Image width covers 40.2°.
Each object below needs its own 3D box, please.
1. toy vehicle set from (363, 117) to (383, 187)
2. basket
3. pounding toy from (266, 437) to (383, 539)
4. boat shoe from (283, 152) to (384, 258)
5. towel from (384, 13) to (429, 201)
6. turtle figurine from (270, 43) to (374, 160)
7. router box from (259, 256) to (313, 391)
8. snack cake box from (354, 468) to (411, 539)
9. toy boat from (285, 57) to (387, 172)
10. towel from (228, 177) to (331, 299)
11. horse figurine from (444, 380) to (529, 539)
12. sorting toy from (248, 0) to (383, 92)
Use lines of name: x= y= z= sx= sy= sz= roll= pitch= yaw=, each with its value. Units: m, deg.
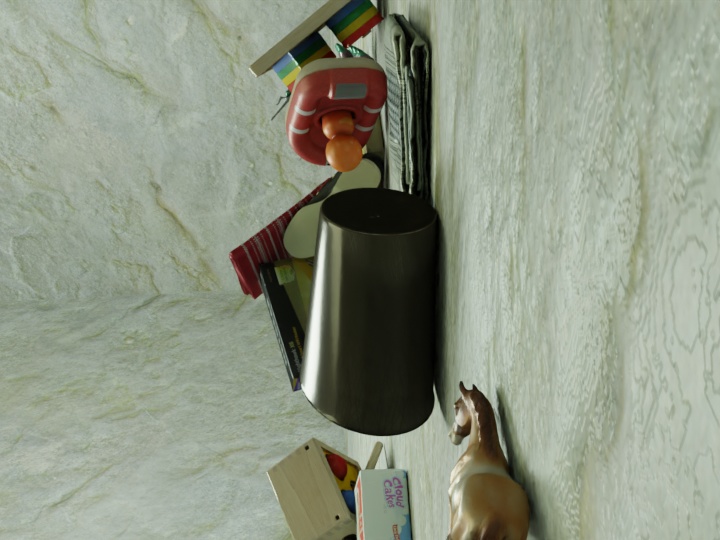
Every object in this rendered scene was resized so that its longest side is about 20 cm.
toy vehicle set: x=0.015 y=-0.161 z=1.575 sx=0.200 sy=0.026 sz=0.125 roll=92 pitch=175 yaw=-51
basket: x=0.011 y=0.030 z=0.978 sx=0.180 sy=0.136 sz=0.201 roll=-126 pitch=35 yaw=-57
pounding toy: x=-0.029 y=0.370 z=1.633 sx=0.200 sy=0.142 sz=0.184 roll=40 pitch=-163 yaw=-51
boat shoe: x=-0.037 y=-0.095 z=1.474 sx=0.201 sy=0.074 sz=0.063 roll=-46 pitch=4 yaw=24
towel: x=0.044 y=-0.165 z=1.043 sx=0.200 sy=0.034 sz=0.193 roll=-103 pitch=11 yaw=-68
turtle figurine: x=-0.057 y=-0.263 z=1.575 sx=0.150 sy=0.101 sz=0.200 roll=30 pitch=90 yaw=45
router box: x=-0.054 y=0.068 z=1.490 sx=0.052 sy=0.157 sz=0.200 roll=97 pitch=156 yaw=-61
snack cake box: x=0.029 y=0.359 z=1.422 sx=0.200 sy=0.067 sz=0.115 roll=98 pitch=171 yaw=-70
toy boat: x=-0.030 y=-0.197 z=1.363 sx=0.200 sy=0.130 sz=0.131 roll=120 pitch=143 yaw=-66
towel: x=-0.114 y=-0.048 z=1.538 sx=0.022 sy=0.200 sz=0.145 roll=45 pitch=165 yaw=25
horse figurine: x=0.071 y=0.163 z=0.622 sx=0.200 sy=0.050 sz=0.133 roll=-68 pitch=-7 yaw=-79
sorting toy: x=-0.051 y=-0.335 z=1.419 sx=0.070 sy=0.200 sz=0.199 roll=51 pitch=-168 yaw=-11
